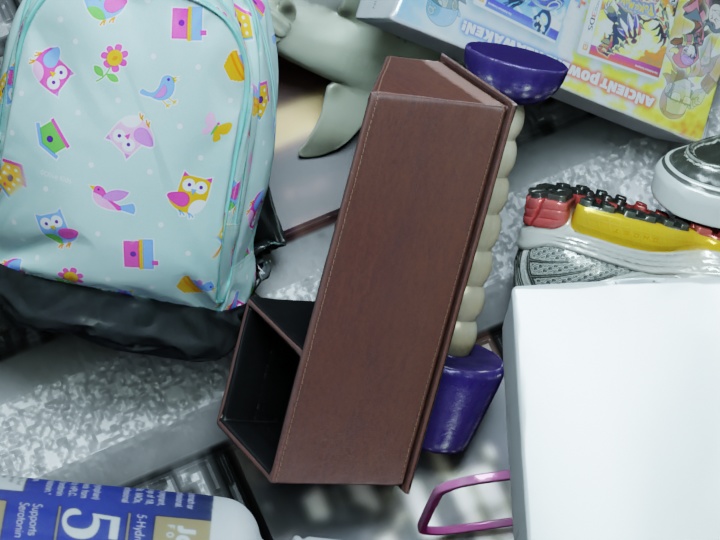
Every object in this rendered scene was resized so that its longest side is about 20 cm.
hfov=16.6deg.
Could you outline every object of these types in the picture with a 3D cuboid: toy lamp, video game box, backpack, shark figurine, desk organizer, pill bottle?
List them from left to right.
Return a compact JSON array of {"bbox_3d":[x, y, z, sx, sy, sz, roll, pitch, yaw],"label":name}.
[{"bbox_3d":[-0.106,-0.065,1.182,0.166,0.127,0.201,11,107,-6],"label":"backpack"},{"bbox_3d":[-0.103,0.161,1.152,0.199,0.120,0.120,5,73,-4],"label":"pill bottle"},{"bbox_3d":[-0.036,-0.150,1.262,0.214,0.090,0.128,33,113,-30],"label":"shark figurine"},{"bbox_3d":[0.000,0.000,1.167,0.077,0.072,0.201,4,111,-31],"label":"desk organizer"},{"bbox_3d":[0.056,-0.008,1.207,0.058,0.058,0.201,13,106,-1],"label":"toy lamp"},{"bbox_3d":[0.112,-0.179,1.245,0.199,0.047,0.183,19,84,-29],"label":"video game box"}]

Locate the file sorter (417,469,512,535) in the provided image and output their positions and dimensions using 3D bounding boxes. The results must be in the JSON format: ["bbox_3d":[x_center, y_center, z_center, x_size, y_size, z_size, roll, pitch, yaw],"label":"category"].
[{"bbox_3d":[0.101,0.195,1.150,0.125,0.139,0.201,-7,74,-6],"label":"file sorter"}]

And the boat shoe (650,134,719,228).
[{"bbox_3d":[0.242,-0.066,1.260,0.199,0.064,0.071,-7,34,-18],"label":"boat shoe"}]

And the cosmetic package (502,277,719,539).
[{"bbox_3d":[0.121,0.107,1.064,0.112,0.081,0.201,0,73,-1],"label":"cosmetic package"}]

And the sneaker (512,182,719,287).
[{"bbox_3d":[0.170,0.017,1.252,0.199,0.078,0.083,15,99,-5],"label":"sneaker"}]
